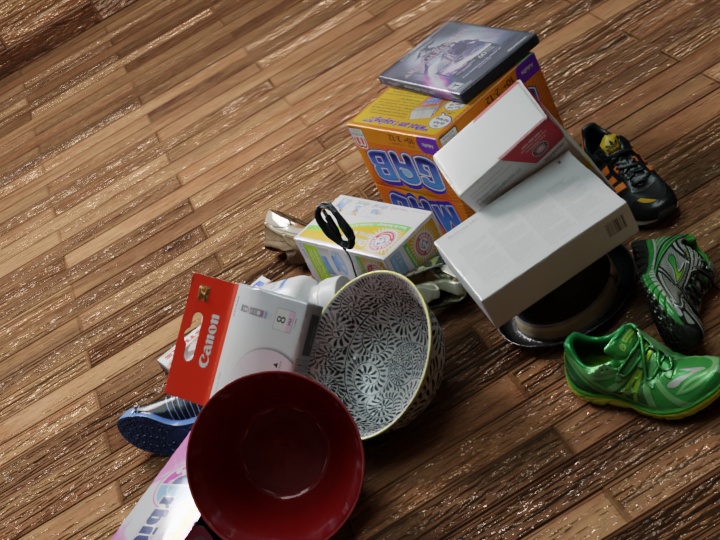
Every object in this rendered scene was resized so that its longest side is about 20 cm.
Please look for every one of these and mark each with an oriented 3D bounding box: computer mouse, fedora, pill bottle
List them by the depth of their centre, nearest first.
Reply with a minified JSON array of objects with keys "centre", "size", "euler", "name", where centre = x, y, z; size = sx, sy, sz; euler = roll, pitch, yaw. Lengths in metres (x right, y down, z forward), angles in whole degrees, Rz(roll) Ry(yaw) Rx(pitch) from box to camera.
[{"centre":[0.234,0.000,1.614],"size":[0.198,0.092,0.202],"euler":[-22,30,13],"name":"fedora"},{"centre":[0.000,0.000,1.722],"size":[0.058,0.202,0.034],"euler":[-17,13,46],"name":"computer mouse"},{"centre":[-0.102,0.071,1.777],"size":[0.198,0.113,0.113],"euler":[-15,32,23],"name":"pill bottle"}]

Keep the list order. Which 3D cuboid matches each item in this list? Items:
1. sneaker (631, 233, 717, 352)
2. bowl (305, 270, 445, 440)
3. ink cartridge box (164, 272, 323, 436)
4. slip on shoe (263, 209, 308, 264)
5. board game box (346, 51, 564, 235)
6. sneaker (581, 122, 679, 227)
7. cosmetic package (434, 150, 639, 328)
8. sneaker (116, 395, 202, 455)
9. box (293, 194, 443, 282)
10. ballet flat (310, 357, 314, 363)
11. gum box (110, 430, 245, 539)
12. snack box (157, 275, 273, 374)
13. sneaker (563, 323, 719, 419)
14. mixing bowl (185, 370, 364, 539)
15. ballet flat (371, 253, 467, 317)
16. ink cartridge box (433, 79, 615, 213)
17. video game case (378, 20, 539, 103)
[{"centre":[0.358,0.014,1.502],"size":[0.084,0.079,0.201],"euler":[-19,30,14],"name":"sneaker"},{"centre":[0.035,0.111,1.582],"size":[0.199,0.094,0.203],"euler":[-20,59,38],"name":"bowl"},{"centre":[-0.154,0.098,1.632],"size":[0.198,0.057,0.165],"euler":[14,89,24],"name":"ink cartridge box"},{"centre":[-0.082,-0.035,1.985],"size":[0.199,0.075,0.061],"euler":[26,99,46],"name":"slip on shoe"},{"centre":[0.143,-0.167,1.843],"size":[0.199,0.201,0.199],"euler":[-41,32,-22],"name":"board game box"},{"centre":[0.336,-0.128,1.727],"size":[0.069,0.091,0.200],"euler":[-30,29,-3],"name":"sneaker"},{"centre":[0.201,-0.039,1.559],"size":[0.199,0.052,0.151],"euler":[-34,36,0],"name":"cosmetic package"},{"centre":[-0.222,0.190,1.748],"size":[0.197,0.071,0.078],"euler":[-3,33,27],"name":"sneaker"},{"centre":[0.022,-0.019,1.809],"size":[0.101,0.113,0.199],"euler":[-43,34,-25],"name":"box"},{"centre":[-0.095,0.110,1.661],"size":[0.073,0.073,0.200],"euler":[-38,64,-17],"name":"ballet flat"},{"centre":[-0.192,0.275,1.582],"size":[0.112,0.067,0.201],"euler":[-4,37,38],"name":"gum box"},{"centre":[-0.197,0.085,1.926],"size":[0.199,0.024,0.072],"euler":[-40,30,-17],"name":"snack box"},{"centre":[0.295,0.103,1.411],"size":[0.198,0.084,0.074],"euler":[1,40,41],"name":"sneaker"},{"centre":[-0.089,0.210,1.505],"size":[0.198,0.202,0.108],"euler":[-26,-2,3],"name":"mixing bowl"},{"centre":[0.087,0.023,1.693],"size":[0.198,0.070,0.071],"euler":[-19,15,-31],"name":"ballet flat"},{"centre":[0.208,-0.119,1.672],"size":[0.145,0.199,0.084],"euler":[-42,48,12],"name":"ink cartridge box"},{"centre":[0.130,-0.285,1.816],"size":[0.142,0.019,0.199],"euler":[-39,32,-18],"name":"video game case"}]
